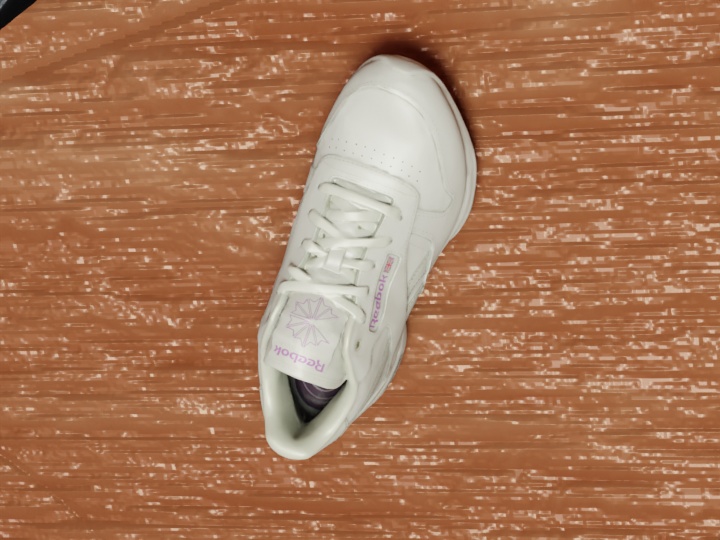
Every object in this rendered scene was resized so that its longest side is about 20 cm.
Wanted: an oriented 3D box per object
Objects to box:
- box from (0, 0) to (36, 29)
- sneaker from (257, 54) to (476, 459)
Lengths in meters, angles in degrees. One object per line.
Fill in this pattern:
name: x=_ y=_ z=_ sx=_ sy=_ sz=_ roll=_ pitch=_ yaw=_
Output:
box: x=-0.190 y=-0.222 z=0.989 sx=0.200 sy=0.104 sz=0.148 roll=42 pitch=120 yaw=-6
sneaker: x=0.000 y=0.000 z=1.043 sx=0.075 sy=0.100 sz=0.200 roll=18 pitch=118 yaw=10
